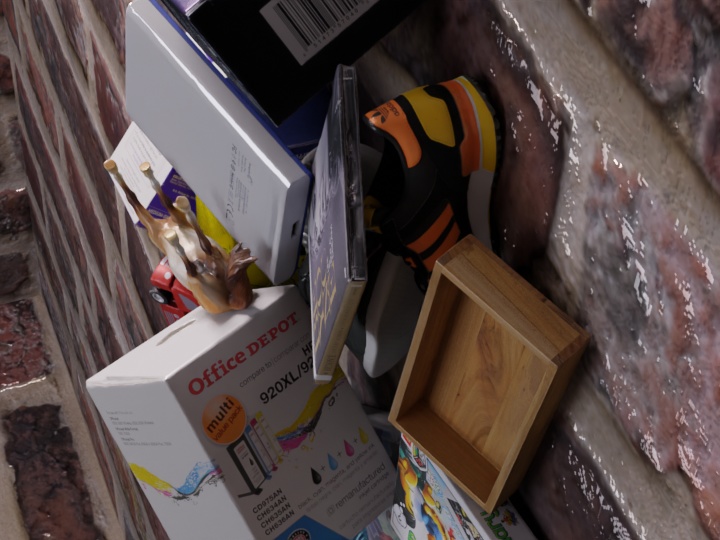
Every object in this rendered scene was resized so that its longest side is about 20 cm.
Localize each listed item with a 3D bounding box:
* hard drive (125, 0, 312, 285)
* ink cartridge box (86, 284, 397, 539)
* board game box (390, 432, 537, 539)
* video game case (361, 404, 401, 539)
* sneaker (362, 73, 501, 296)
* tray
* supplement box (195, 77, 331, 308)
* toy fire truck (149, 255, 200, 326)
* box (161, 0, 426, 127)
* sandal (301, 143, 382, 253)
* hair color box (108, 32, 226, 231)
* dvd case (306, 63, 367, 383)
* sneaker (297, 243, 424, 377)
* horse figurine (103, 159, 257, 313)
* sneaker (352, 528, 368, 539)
[{"bbox_3d":[-0.111,-0.097,1.151,0.200,0.025,0.132,48,152,22],"label":"hard drive"},{"bbox_3d":[-0.093,0.134,1.230,0.145,0.147,0.200,-9,112,54],"label":"ink cartridge box"},{"bbox_3d":[0.085,0.208,1.089,0.200,0.035,0.126,54,151,41],"label":"board game box"},{"bbox_3d":[0.039,0.211,1.290,0.200,0.023,0.183,180,78,-73],"label":"video game case"},{"bbox_3d":[0.038,-0.029,0.994,0.070,0.090,0.200,-127,29,-52],"label":"sneaker"},{"bbox_3d":[0.078,0.072,0.981,0.099,0.037,0.200,42,149,19],"label":"tray"},{"bbox_3d":[-0.074,-0.060,1.296,0.200,0.109,0.110,93,156,-44],"label":"supplement box"},{"bbox_3d":[-0.112,0.071,1.437,0.141,0.049,0.200,18,145,25],"label":"toy fire truck"},{"bbox_3d":[-0.061,-0.209,1.031,0.104,0.148,0.200,50,178,-34],"label":"box"},{"bbox_3d":[-0.011,-0.058,1.188,0.203,0.082,0.050,113,-176,-65],"label":"sandal"},{"bbox_3d":[-0.143,-0.138,1.361,0.200,0.065,0.109,-57,38,18],"label":"hair color box"},{"bbox_3d":[-0.019,-0.025,1.020,0.200,0.016,0.149,108,160,-67],"label":"dvd case"},{"bbox_3d":[0.000,0.000,1.129,0.099,0.071,0.200,44,156,16],"label":"sneaker"},{"bbox_3d":[-0.134,-0.019,1.212,0.200,0.050,0.133,41,166,48],"label":"horse figurine"},{"bbox_3d":[-0.019,0.275,1.452,0.081,0.076,0.200,93,164,-64],"label":"sneaker"}]
